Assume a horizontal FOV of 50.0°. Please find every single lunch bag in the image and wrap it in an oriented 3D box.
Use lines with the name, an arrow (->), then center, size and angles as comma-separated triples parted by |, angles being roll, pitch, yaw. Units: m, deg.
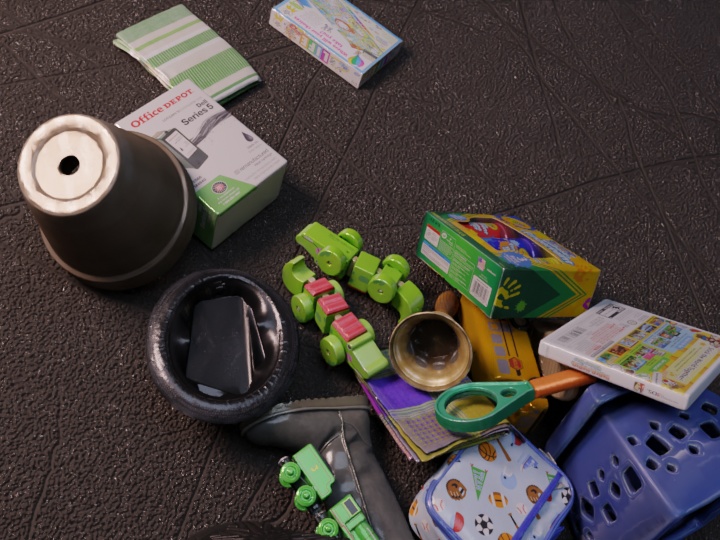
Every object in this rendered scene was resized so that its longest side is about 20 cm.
lunch bag -> 0.164, 0.278, 0.918 | 0.160, 0.076, 0.199 | 43, 47, 13

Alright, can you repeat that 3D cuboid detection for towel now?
towel -> -0.272, -0.336, 1.228 | 0.199, 0.024, 0.152 | 41, 54, 12
towel -> 0.083, 0.154, 0.967 | 0.142, 0.023, 0.200 | -12, 37, -23

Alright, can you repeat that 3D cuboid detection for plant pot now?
plant pot -> -0.311, -0.093, 0.913 | 0.196, 0.174, 0.204 | -1, 77, 3
plant pot -> 0.352, 0.232, 0.953 | 0.197, 0.201, 0.181 | -15, 55, -26

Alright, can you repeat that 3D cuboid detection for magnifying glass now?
magnifying glass -> 0.183, 0.146, 0.913 | 0.197, 0.023, 0.080 | -13, 23, -7

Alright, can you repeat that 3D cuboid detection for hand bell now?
hand bell -> 0.109, 0.067, 1.025 | 0.103, 0.105, 0.200 | 30, 24, 3

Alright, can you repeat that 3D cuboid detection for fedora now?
fedora -> -0.166, 0.101, 0.924 | 0.197, 0.092, 0.203 | 9, 55, -13

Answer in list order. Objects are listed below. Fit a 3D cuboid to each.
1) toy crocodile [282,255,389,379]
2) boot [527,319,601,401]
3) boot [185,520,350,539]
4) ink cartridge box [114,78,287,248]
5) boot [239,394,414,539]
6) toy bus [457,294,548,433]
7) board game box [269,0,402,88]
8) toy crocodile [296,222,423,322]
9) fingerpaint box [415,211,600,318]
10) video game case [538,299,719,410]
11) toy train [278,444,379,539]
toy crocodile -> -0.034, 0.060, 1.005 | 0.067, 0.062, 0.200 | -20, 54, -28
boot -> 0.318, 0.122, 1.037 | 0.163, 0.073, 0.200 | 11, 18, -6
boot -> -0.091, 0.352, 0.787 | 0.079, 0.208, 0.161 | -6, 95, -64
ink cartridge box -> -0.225, -0.152, 1.079 | 0.199, 0.084, 0.145 | 40, 54, 10
boot -> -0.038, 0.251, 0.891 | 0.179, 0.073, 0.203 | -5, 66, -19
toy bus -> 0.188, 0.115, 1.033 | 0.077, 0.066, 0.202 | 7, 46, -15
board game box -> -0.042, -0.417, 1.352 | 0.199, 0.034, 0.135 | 38, 54, 8
toy crocodile -> 0.000, 0.000, 1.065 | 0.198, 0.062, 0.068 | 30, 40, 5
fingerpaint box -> 0.198, -0.013, 1.066 | 0.164, 0.074, 0.200 | 1, 24, -27
video game case -> 0.345, 0.096, 0.951 | 0.180, 0.023, 0.199 | 20, 25, 36
toy train -> -0.017, 0.276, 0.825 | 0.056, 0.042, 0.201 | -32, 74, -21
